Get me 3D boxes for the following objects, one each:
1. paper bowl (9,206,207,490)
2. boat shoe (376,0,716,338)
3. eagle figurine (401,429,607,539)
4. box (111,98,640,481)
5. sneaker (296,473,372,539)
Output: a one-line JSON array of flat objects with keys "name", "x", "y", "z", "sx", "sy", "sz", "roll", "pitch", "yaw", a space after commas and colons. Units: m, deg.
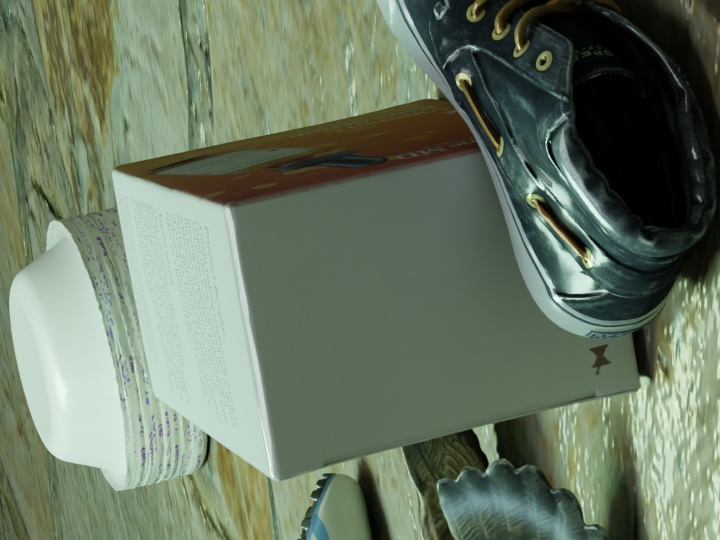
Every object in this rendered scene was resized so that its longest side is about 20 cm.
[{"name": "paper bowl", "x": -0.186, "y": 0.059, "z": 1.804, "sx": 0.201, "sy": 0.104, "sz": 0.201, "roll": 168, "pitch": 90, "yaw": -73}, {"name": "boat shoe", "x": 0.067, "y": -0.080, "z": 0.887, "sx": 0.200, "sy": 0.071, "sz": 0.091, "roll": 65, "pitch": 160, "yaw": 16}, {"name": "eagle figurine", "x": 0.051, "y": 0.159, "z": 1.081, "sx": 0.152, "sy": 0.151, "sz": 0.200, "roll": 22, "pitch": 98, "yaw": 22}, {"name": "box", "x": 0.000, "y": 0.000, "z": 1.017, "sx": 0.200, "sy": 0.152, "sz": 0.106, "roll": -162, "pitch": 60, "yaw": -71}, {"name": "sneaker", "x": 0.002, "y": 0.209, "z": 1.372, "sx": 0.072, "sy": 0.072, "sz": 0.200, "roll": 27, "pitch": -122, "yaw": -74}]
